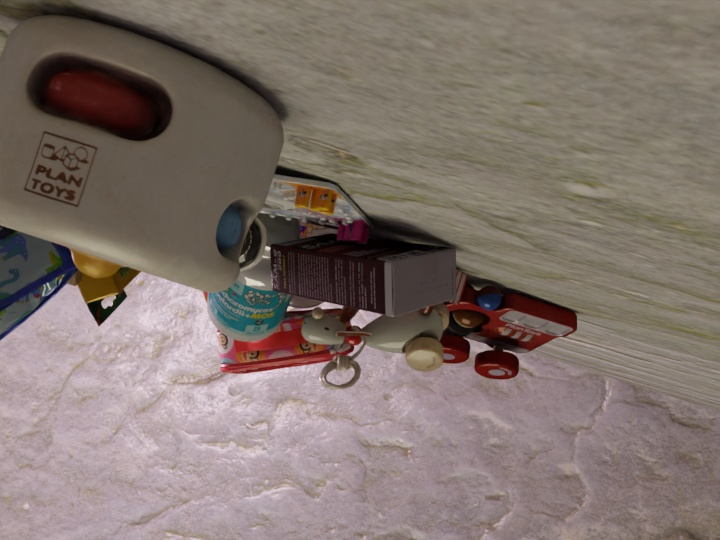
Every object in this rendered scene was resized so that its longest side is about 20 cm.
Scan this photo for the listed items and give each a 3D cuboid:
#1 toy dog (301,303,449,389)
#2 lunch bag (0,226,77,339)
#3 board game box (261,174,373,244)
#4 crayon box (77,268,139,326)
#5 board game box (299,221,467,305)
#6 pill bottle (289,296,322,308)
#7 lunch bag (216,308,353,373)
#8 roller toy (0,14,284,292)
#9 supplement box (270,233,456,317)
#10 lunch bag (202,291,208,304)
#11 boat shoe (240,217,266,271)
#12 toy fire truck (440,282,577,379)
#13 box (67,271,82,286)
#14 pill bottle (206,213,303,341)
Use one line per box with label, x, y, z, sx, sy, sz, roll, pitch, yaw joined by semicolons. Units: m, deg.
toy dog;0.026;0.066;1.061;0.199;0.097;0.132;-10;-138;-11
lunch bag;-0.431;-0.018;0.918;0.171;0.199;0.127;57;-170;3
board game box;-0.100;-0.069;0.854;0.199;0.026;0.200;9;174;13
crayon box;-0.339;-0.044;1.059;0.050;0.201;0.127;-17;-164;6
board game box;0.020;-0.011;1.101;0.199;0.047;0.151;14;174;43
pill bottle;-0.102;-0.001;1.282;0.116;0.117;0.200;19;175;-12
lunch bag;-0.112;0.103;1.235;0.199;0.083;0.176;-8;178;5
roller toy;-0.154;-0.064;0.529;0.199;0.141;0.182;22;173;-41
supplement box;0.000;0.000;0.934;0.199;0.061;0.108;8;-165;44
lunch bag;-0.216;-0.021;1.281;0.081;0.177;0.200;-19;163;-5
boat shoe;-0.183;-0.044;0.786;0.199;0.074;0.060;17;-178;26
toy fire truck;0.187;0.069;1.180;0.199;0.113;0.168;18;152;-15
box;-0.399;-0.091;0.960;0.162;0.201;0.021;17;-150;10
pill bottle;-0.134;0.000;1.074;0.110;0.111;0.200;18;141;-6
